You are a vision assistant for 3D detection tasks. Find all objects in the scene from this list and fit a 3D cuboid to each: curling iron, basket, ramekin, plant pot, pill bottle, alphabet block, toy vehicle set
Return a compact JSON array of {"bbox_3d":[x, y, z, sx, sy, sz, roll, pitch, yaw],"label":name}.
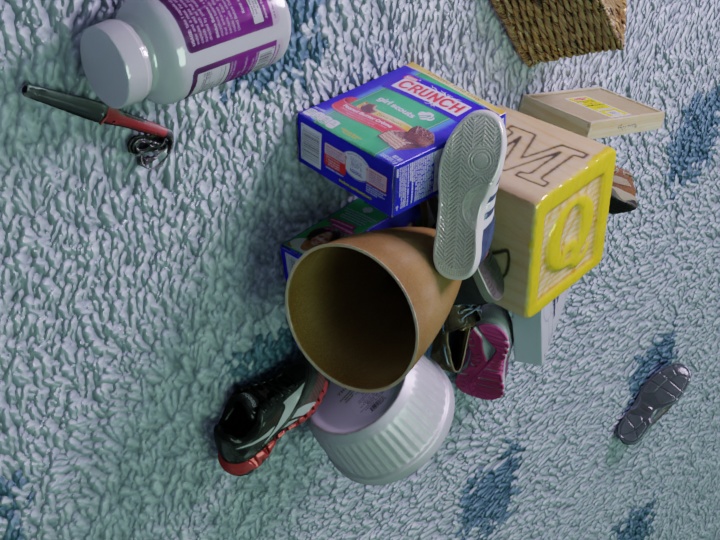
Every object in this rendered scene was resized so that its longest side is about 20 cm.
[{"bbox_3d":[-0.264,-0.151,1.299,0.200,0.026,0.050,24,92,-53],"label":"curling iron"},{"bbox_3d":[0.269,-0.395,1.726,0.200,0.148,0.143,45,45,-52],"label":"basket"},{"bbox_3d":[0.018,0.178,1.716,0.200,0.200,0.105,-51,133,-12],"label":"ramekin"},{"bbox_3d":[0.041,0.022,1.544,0.200,0.186,0.187,-33,137,-49],"label":"plant pot"},{"bbox_3d":[-0.177,-0.234,1.276,0.200,0.112,0.113,-28,133,-35],"label":"pill bottle"},{"bbox_3d":[0.209,-0.086,1.736,0.196,0.200,0.196,-34,137,-37],"label":"alphabet block"},{"bbox_3d":[0.344,-0.234,1.868,0.200,0.124,0.027,-13,123,-44],"label":"toy vehicle set"}]

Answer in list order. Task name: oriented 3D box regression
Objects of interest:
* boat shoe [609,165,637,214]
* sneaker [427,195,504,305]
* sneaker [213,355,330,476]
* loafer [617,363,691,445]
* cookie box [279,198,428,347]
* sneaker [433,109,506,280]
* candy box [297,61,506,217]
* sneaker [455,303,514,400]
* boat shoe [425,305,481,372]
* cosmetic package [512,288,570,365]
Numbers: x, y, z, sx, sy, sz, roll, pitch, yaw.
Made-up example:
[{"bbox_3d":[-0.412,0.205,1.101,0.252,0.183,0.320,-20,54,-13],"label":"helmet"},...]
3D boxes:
[{"bbox_3d":[0.369,-0.151,2.008,0.200,0.075,0.074,22,69,-44],"label":"boat shoe"},{"bbox_3d":[0.101,-0.037,1.647,0.075,0.106,0.201,-44,115,-55],"label":"sneaker"},{"bbox_3d":[-0.117,0.174,1.652,0.200,0.071,0.098,-45,143,-17],"label":"sneaker"},{"bbox_3d":[0.588,0.270,2.554,0.200,0.072,0.063,-47,162,-5],"label":"loafer"},{"bbox_3d":[0.000,0.000,1.668,0.200,0.075,0.172,-34,134,-32],"label":"cookie box"},{"bbox_3d":[0.130,-0.091,1.493,0.084,0.075,0.201,-25,129,-70],"label":"sneaker"},{"bbox_3d":[0.052,-0.163,1.540,0.200,0.169,0.077,-28,136,-36],"label":"candy box"},{"bbox_3d":[0.204,0.126,1.983,0.200,0.081,0.088,101,10,-48],"label":"sneaker"},{"bbox_3d":[0.144,0.059,1.877,0.072,0.072,0.201,-22,129,-39],"label":"boat shoe"},{"bbox_3d":[0.285,0.025,1.973,0.200,0.051,0.151,-62,155,-43],"label":"cosmetic package"}]
